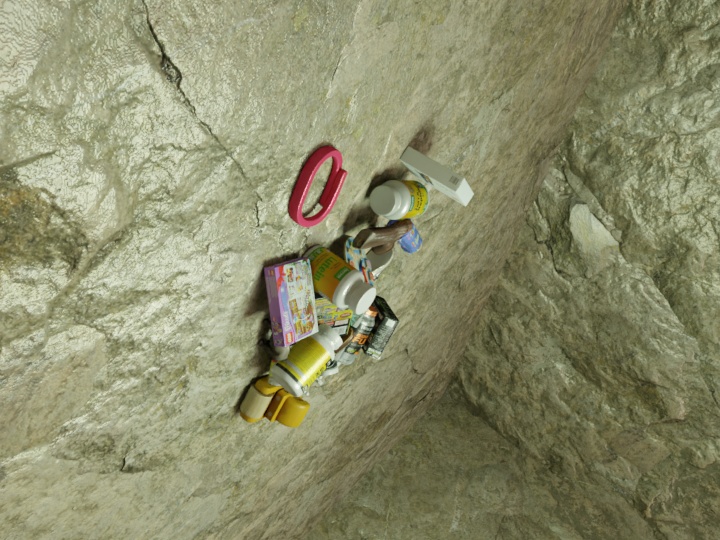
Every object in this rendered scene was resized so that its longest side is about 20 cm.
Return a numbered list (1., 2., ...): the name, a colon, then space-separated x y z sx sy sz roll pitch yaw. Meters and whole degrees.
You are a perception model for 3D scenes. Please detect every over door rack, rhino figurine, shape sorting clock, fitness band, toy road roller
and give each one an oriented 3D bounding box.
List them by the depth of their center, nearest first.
1. fitness band: -0.100 -0.197 1.387 0.143 0.037 0.200 -9 128 -57
2. rhino figurine: -0.213 0.158 1.557 0.060 0.087 0.200 -30 146 -48
3. shape sorting clock: 0.000 0.000 1.684 0.039 0.201 0.200 -16 162 14
4. toy road roller: -0.243 0.397 1.739 0.123 0.146 0.200 -62 157 12
5. over door rack: -0.191 0.401 1.951 0.148 0.067 0.200 -49 156 -16

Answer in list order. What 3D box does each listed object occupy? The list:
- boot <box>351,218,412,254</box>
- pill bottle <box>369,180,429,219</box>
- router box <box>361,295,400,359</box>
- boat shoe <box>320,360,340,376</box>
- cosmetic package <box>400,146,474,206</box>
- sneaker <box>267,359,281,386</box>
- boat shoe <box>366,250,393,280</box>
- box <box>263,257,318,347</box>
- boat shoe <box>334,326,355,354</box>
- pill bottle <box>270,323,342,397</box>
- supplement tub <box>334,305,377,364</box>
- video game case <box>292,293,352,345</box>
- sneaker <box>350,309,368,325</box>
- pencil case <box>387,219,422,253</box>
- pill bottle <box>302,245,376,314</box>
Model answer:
1. boot: 0.034 -0.082 1.694 0.200 0.064 0.186 -22 165 -45
2. pill bottle: 0.111 -0.204 1.692 0.200 0.113 0.113 -13 132 -58
3. router box: 0.047 0.186 1.997 0.062 0.200 0.150 22 104 -22
4. boat shoe: -0.105 0.302 1.943 0.200 0.068 0.057 -43 123 -84
5. cosmetic package: 0.225 -0.274 1.714 0.052 0.200 0.151 -57 157 5
6. sneaker: -0.203 0.264 1.740 0.200 0.078 0.091 -37 129 -62
7. boat shoe: 0.028 0.010 1.873 0.200 0.075 0.093 -41 155 -12
8. box: -0.172 0.076 1.474 0.137 0.039 0.201 -20 107 -55
9. boat shoe: -0.096 0.238 1.843 0.200 0.071 0.070 -30 140 18
10. pill bottle: -0.146 0.246 1.645 0.200 0.112 0.113 -46 155 -22
11. supplement tub: -0.034 0.195 1.920 0.200 0.122 0.122 -61 157 10
12. video game case: -0.115 0.134 1.695 0.199 0.026 0.181 -8 134 -25
13. sneaker: -0.059 0.117 1.778 0.200 0.078 0.091 27 99 -44
14. pencil case: 0.149 -0.116 1.926 0.200 0.078 0.087 42 54 -67
15. pill bottle: -0.061 0.028 1.543 0.111 0.200 0.111 -44 154 -28
